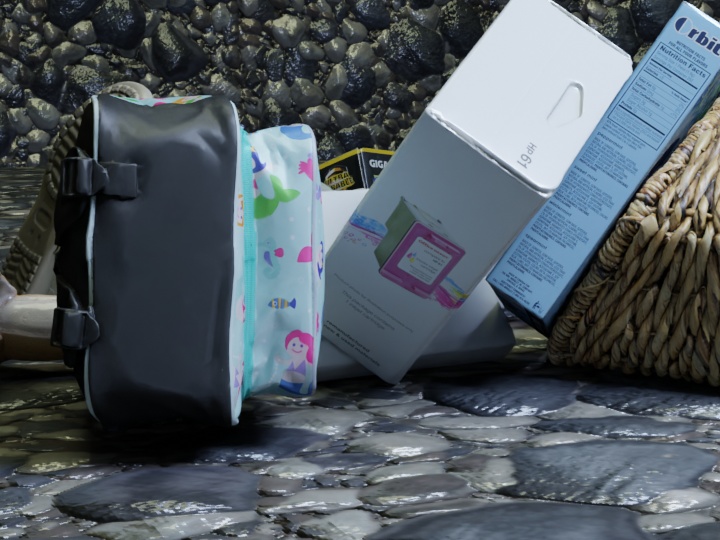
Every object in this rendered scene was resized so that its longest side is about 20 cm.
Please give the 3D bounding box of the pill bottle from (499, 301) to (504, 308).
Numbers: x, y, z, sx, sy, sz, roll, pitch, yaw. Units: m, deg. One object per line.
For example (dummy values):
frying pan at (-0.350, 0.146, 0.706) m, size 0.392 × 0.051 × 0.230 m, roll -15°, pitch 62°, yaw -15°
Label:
pill bottle at (0.075, -0.029, 1.334) m, size 0.113 × 0.114 × 0.200 m, roll -2°, pitch 7°, yaw -10°

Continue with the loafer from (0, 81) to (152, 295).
loafer at (-0.199, -0.047, 1.254) m, size 0.068 × 0.200 × 0.076 m, roll 20°, pitch 18°, yaw -42°

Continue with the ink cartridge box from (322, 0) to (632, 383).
ink cartridge box at (0.058, -0.049, 0.993) m, size 0.085 × 0.200 × 0.145 m, roll 37°, pitch 47°, yaw -1°

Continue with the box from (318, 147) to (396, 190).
box at (0.015, -0.062, 1.581) m, size 0.160 × 0.049 × 0.200 m, roll -19°, pitch -15°, yaw 42°

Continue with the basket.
basket at (0.207, -0.034, 1.050) m, size 0.149 × 0.143 × 0.200 m, roll 8°, pitch 31°, yaw 31°

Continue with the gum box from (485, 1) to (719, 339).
gum box at (0.157, -0.055, 1.055) m, size 0.045 × 0.200 × 0.170 m, roll 36°, pitch 0°, yaw 11°

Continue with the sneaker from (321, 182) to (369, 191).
sneaker at (-0.049, -0.036, 1.403) m, size 0.085 × 0.077 × 0.200 m, roll 4°, pitch 4°, yaw -24°

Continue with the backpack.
backpack at (-0.097, -0.003, 0.905) m, size 0.150 × 0.178 × 0.200 m, roll 1°, pitch -3°, yaw -15°

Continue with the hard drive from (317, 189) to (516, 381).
hard drive at (-0.012, 0.007, 1.073) m, size 0.200 × 0.132 × 0.027 m, roll -5°, pitch -34°, yaw -31°

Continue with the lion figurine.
lion figurine at (-0.190, 0.032, 1.054) m, size 0.200 × 0.073 × 0.123 m, roll 10°, pitch -20°, yaw 1°
